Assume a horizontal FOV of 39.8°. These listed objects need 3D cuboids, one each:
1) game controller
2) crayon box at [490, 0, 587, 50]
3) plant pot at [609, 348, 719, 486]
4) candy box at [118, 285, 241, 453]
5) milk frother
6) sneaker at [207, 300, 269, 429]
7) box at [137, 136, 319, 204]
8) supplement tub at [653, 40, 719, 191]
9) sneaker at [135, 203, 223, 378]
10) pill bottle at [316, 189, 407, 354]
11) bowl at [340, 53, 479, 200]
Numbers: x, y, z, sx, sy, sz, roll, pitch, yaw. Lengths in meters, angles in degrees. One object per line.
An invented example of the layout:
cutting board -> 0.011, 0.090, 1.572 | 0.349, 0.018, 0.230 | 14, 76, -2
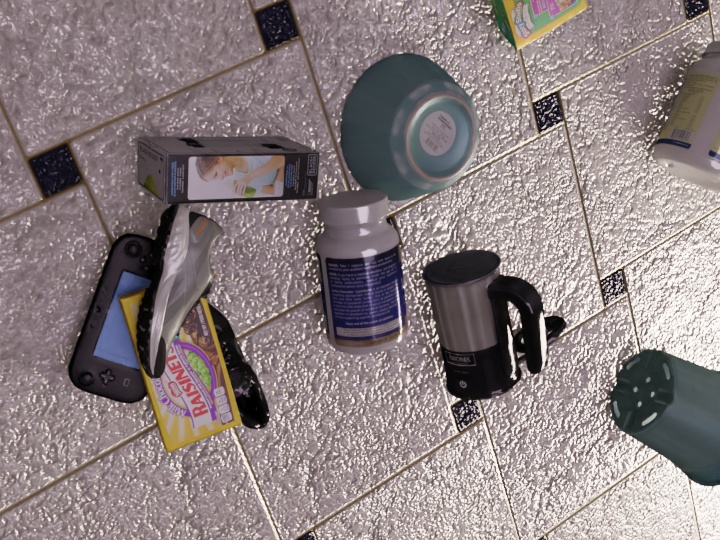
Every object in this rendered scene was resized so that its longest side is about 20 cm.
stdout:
game controller -> -0.281, 0.060, 1.222 | 0.103, 0.042, 0.203 | 20, 94, -12
crayon box -> 0.226, -0.409, 1.335 | 0.118, 0.059, 0.201 | -30, 139, 1
plant pot -> 0.540, 0.236, 1.678 | 0.194, 0.200, 0.203 | 25, 91, -25
candy box -> -0.219, 0.112, 1.218 | 0.101, 0.026, 0.203 | -18, 105, -16
milk frother -> 0.204, 0.059, 1.479 | 0.200, 0.177, 0.191 | -55, 137, -58
sneaker -> -0.172, 0.120, 1.290 | 0.075, 0.087, 0.202 | -38, 118, -15
box -> -0.162, -0.125, 1.215 | 0.197, 0.116, 0.061 | -4, 108, -30
supplement tub -> 0.567, -0.244, 1.579 | 0.144, 0.145, 0.203 | 24, 91, -32
sneaker -> -0.210, 0.029, 1.157 | 0.078, 0.074, 0.204 | 15, 89, -25
pill bottle -> 0.000, 0.000, 1.340 | 0.114, 0.115, 0.203 | -16, 111, -25
bowl -> 0.083, -0.185, 1.343 | 0.198, 0.105, 0.204 | -9, 109, -28
